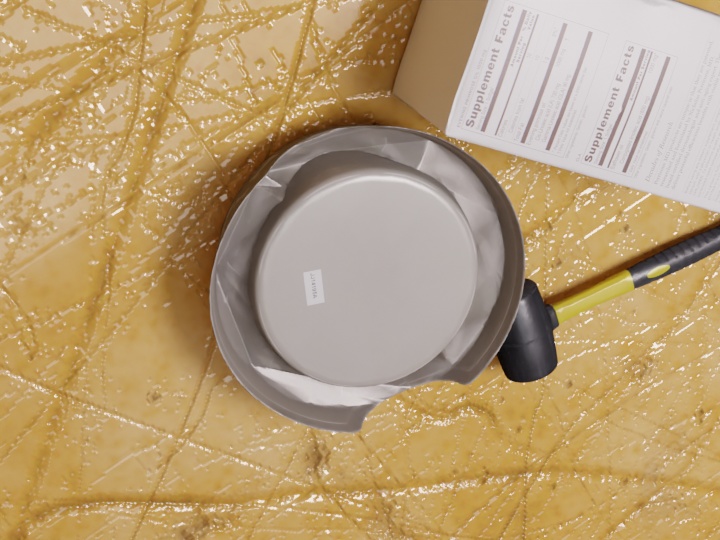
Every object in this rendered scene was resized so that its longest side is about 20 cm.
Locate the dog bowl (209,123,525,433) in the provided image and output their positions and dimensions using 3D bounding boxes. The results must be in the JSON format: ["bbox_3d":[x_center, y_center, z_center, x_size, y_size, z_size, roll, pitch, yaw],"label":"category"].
[{"bbox_3d":[0.000,0.000,0.814,0.199,0.059,0.201,-5,111,-14],"label":"dog bowl"}]

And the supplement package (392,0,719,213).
[{"bbox_3d":[0.138,-0.119,0.777,0.199,0.114,0.110,14,105,-19],"label":"supplement package"}]

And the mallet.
[{"bbox_3d":[0.173,0.001,0.880,0.200,0.041,0.066,-31,113,-8],"label":"mallet"}]
